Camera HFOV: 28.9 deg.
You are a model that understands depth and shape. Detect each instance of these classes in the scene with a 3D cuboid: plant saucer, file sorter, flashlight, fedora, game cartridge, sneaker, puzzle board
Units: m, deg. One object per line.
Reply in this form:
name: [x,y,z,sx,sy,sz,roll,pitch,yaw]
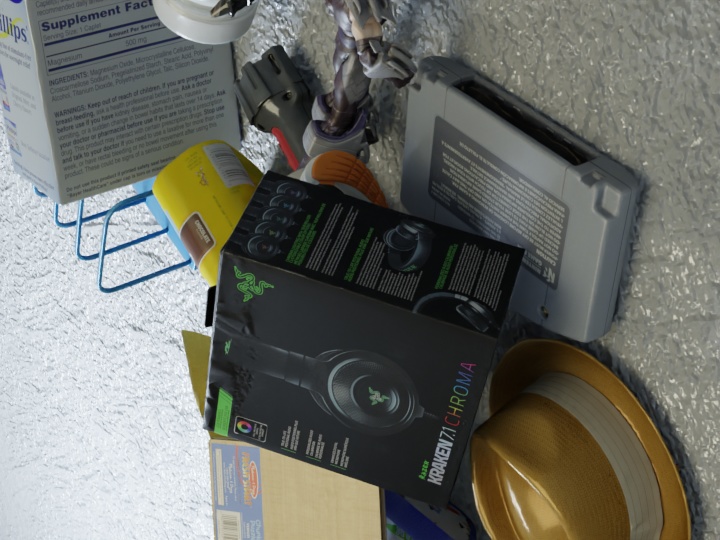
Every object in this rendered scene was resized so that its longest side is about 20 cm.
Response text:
plant saucer: [-0.108,0.164,1.316,0.200,0.048,0.202,-127,16,-71]
file sorter: [-0.244,-0.098,1.369,0.200,0.122,0.139,51,145,26]
flashlight: [-0.039,-0.076,1.117,0.201,0.067,0.068,60,-179,18]
fedora: [0.134,0.149,0.959,0.200,0.081,0.203,34,134,44]
game cartridge: [0.101,-0.045,0.942,0.200,0.041,0.134,40,143,39]
sneaker: [0.000,0.000,1.030,0.091,0.076,0.201,-15,122,40]
puzzle board: [-0.044,0.228,1.049,0.149,0.017,0.203,0,97,30]

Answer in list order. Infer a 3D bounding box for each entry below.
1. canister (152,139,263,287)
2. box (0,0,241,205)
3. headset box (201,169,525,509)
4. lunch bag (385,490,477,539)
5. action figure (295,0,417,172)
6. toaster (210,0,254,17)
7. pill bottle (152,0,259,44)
canister: [-0.080,0.001,1.162,0.201,0.086,0.148,57,-172,23]
box: [-0.214,-0.185,1.209,0.105,0.183,0.202,30,132,48]
headset box: [-0.008,0.046,0.951,0.198,0.093,0.175,18,132,6]
lunch bag: [-0.004,0.208,1.136,0.169,0.124,0.200,37,151,3]
action figure: [-0.003,-0.156,0.983,0.131,0.068,0.201,-97,14,-45]
toaster: [0.007,-0.255,0.806,0.180,0.199,0.120,-22,94,60]
pill bottle: [-0.102,-0.271,1.048,0.113,0.112,0.201,53,145,24]
